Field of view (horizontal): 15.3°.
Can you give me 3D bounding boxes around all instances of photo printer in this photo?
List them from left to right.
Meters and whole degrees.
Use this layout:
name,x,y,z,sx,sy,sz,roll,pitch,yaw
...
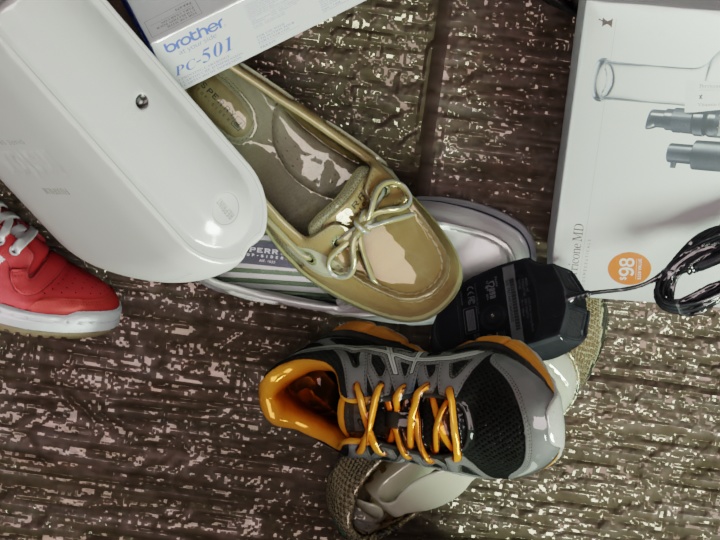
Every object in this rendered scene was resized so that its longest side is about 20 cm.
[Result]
name,x,y,z,sx,sy,sz,roll,pitch,yaw
photo printer,-0.145,-0.073,1.405,0.070,0.166,0.200,-50,116,-20

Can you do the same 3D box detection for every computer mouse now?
name,x,y,z,sx,sy,sz,roll,pitch,yaw
computer mouse,0.132,0.016,1.455,0.199,0.034,0.059,-14,58,19

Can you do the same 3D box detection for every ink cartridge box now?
name,x,y,z,sx,sy,sz,roll,pitch,yaw
ink cartridge box,-0.032,-0.178,1.409,0.199,0.094,0.044,-27,140,-5

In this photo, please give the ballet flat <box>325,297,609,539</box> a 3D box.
name,x,y,z,sx,sy,sz,roll,pitch,yaw
ballet flat,0.066,0.089,1.506,0.200,0.075,0.068,-38,111,7

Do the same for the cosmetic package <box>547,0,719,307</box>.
name,x,y,z,sx,sy,sz,roll,pitch,yaw
cosmetic package,0.184,-0.071,1.443,0.150,0.052,0.201,5,130,2

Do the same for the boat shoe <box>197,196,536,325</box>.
name,x,y,z,sx,sy,sz,roll,pitch,yaw
boat shoe,0.000,0.000,1.494,0.199,0.067,0.074,-2,101,1

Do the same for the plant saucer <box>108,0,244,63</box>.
name,x,y,z,sx,sy,sz,roll,pitch,yaw
plant saucer,-0.127,-0.194,1.476,0.199,0.034,0.202,0,102,1

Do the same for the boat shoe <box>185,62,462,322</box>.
name,x,y,z,sx,sy,sz,roll,pitch,yaw
boat shoe,-0.029,-0.049,1.434,0.073,0.063,0.201,-45,84,-5

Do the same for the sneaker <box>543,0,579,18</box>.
name,x,y,z,sx,sy,sz,roll,pitch,yaw
sneaker,0.106,-0.179,1.448,0.199,0.084,0.077,12,100,1

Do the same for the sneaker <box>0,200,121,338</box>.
name,x,y,z,sx,sy,sz,roll,pitch,yaw
sneaker,-0.218,-0.039,1.488,0.199,0.071,0.113,18,104,0

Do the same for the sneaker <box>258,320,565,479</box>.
name,x,y,z,sx,sy,sz,roll,pitch,yaw
sneaker,0.028,0.076,1.435,0.077,0.199,0.079,-16,104,-42
